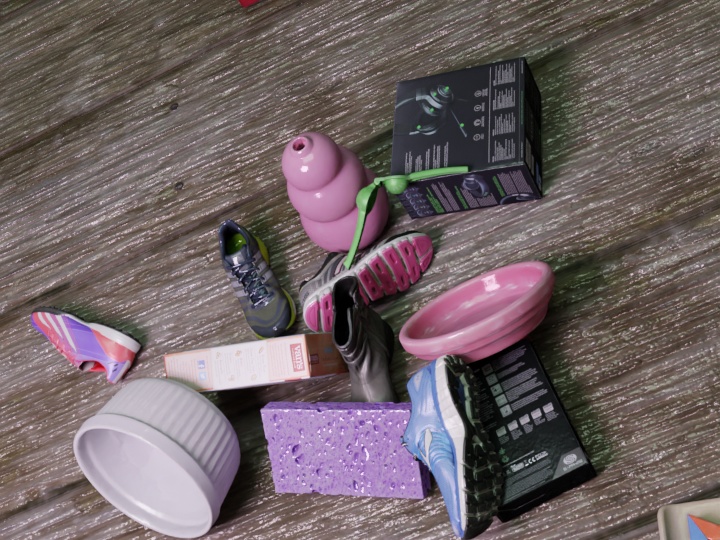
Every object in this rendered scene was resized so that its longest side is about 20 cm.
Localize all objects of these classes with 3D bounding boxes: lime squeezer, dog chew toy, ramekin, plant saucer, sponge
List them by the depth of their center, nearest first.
[{"bbox_3d":[0.144,0.056,1.398,0.199,0.051,0.201,-27,11,6],"label":"plant saucer"},{"bbox_3d":[-0.018,0.214,1.405,0.198,0.030,0.113,-2,104,24],"label":"sponge"},{"bbox_3d":[-0.243,0.224,1.445,0.199,0.201,0.105,7,43,28],"label":"ramekin"},{"bbox_3d":[0.040,-0.092,1.488,0.200,0.038,0.071,-39,58,2],"label":"lime squeezer"},{"bbox_3d":[-0.040,-0.109,1.545,0.123,0.200,0.125,-11,57,18],"label":"dog chew toy"}]

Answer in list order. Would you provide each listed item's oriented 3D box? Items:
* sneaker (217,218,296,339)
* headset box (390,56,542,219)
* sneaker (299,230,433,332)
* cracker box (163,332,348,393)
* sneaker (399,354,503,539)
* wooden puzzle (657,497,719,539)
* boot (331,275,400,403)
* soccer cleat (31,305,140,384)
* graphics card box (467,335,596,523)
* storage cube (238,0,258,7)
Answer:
[{"bbox_3d":[-0.151,0.012,1.599,0.074,0.081,0.201,-34,53,3],"label":"sneaker"},{"bbox_3d":[0.136,-0.174,1.568,0.198,0.093,0.175,-9,58,21],"label":"headset box"},{"bbox_3d":[0.000,0.000,1.538,0.199,0.074,0.087,-33,35,-8],"label":"sneaker"},{"bbox_3d":[-0.130,0.119,1.487,0.198,0.134,0.058,-10,85,21],"label":"cracker box"},{"bbox_3d":[0.098,0.201,1.311,0.089,0.078,0.202,-25,67,37],"label":"sneaker"},{"bbox_3d":[0.407,0.309,1.178,0.198,0.046,0.187,-12,57,19],"label":"wooden puzzle"},{"bbox_3d":[-0.004,0.117,1.435,0.067,0.131,0.201,-15,56,17],"label":"boot"},{"bbox_3d":[-0.406,0.104,1.676,0.199,0.068,0.074,15,72,29],"label":"soccer cleat"},{"bbox_3d":[0.177,0.176,1.365,0.125,0.051,0.201,-29,52,7],"label":"graphics card box"},{"bbox_3d":[-0.168,-0.573,1.901,0.199,0.180,0.172,-23,54,12],"label":"storage cube"}]
